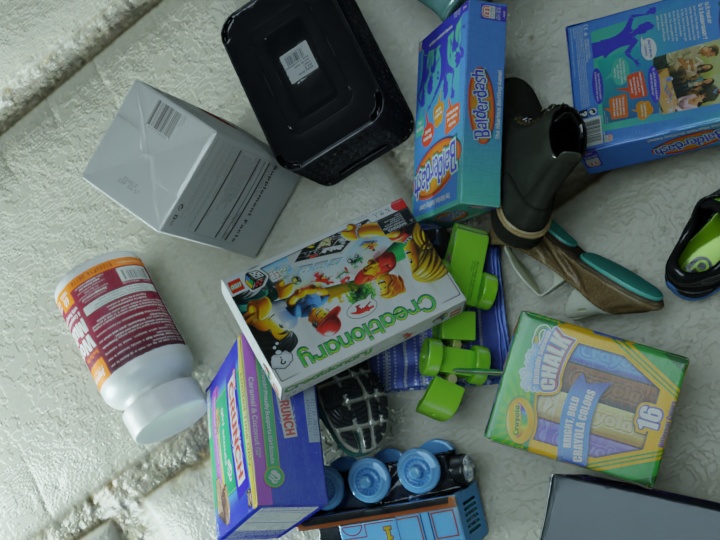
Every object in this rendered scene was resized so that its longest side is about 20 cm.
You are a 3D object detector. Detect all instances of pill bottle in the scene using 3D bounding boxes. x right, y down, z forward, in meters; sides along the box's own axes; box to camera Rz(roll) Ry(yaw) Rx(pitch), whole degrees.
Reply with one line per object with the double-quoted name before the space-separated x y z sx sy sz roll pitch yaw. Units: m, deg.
"pill bottle" -0.254 0.086 1.363 0.110 0.110 0.200 -36 70 15

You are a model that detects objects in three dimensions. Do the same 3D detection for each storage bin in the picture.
"storage bin" -0.047 -0.210 1.324 0.135 0.094 0.200 -30 73 17

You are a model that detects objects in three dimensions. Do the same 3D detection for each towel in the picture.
"towel" 0.058 0.055 1.280 0.200 0.024 0.145 -8 79 22

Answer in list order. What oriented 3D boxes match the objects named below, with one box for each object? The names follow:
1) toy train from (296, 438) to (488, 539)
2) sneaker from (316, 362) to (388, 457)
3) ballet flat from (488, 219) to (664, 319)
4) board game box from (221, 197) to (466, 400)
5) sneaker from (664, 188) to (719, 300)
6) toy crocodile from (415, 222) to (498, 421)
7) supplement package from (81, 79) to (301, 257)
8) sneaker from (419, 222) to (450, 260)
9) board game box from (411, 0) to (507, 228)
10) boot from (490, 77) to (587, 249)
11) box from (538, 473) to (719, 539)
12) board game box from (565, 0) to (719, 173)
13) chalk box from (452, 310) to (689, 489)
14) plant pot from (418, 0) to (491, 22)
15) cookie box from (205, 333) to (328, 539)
"toy train" 0.028 0.241 1.235 0.200 0.087 0.114 -15 85 23
"sneaker" -0.034 0.122 1.271 0.200 0.077 0.080 56 137 41
"ballet flat" 0.205 0.002 1.205 0.200 0.068 0.072 37 111 24
"board game box" -0.016 0.025 1.162 0.200 0.035 0.126 -25 68 -15
"sneaker" 0.359 -0.053 1.131 0.200 0.083 0.071 -48 67 7
"toy crocodile" 0.094 0.052 1.225 0.067 0.062 0.200 10 80 -13
"supplement package" -0.174 -0.105 1.304 0.121 0.200 0.120 33 97 23
"sneaker" 0.000 0.000 1.260 0.200 0.075 0.078 -24 32 -3
"board game box" 0.097 -0.152 1.226 0.045 0.152 0.200 4 82 -15
"boot" 0.175 -0.139 1.169 0.077 0.138 0.200 5 55 -14
"box" 0.277 0.239 1.096 0.200 0.141 0.079 9 87 24
"board game box" 0.304 -0.188 1.165 0.200 0.045 0.152 -12 62 23
"chalk box" 0.186 0.110 1.137 0.200 0.124 0.124 17 90 7
"plant pot" 0.084 -0.366 1.245 0.200 0.200 0.188 -39 85 14
"cookie box" -0.099 0.171 1.226 0.075 0.200 0.171 0 69 -18
